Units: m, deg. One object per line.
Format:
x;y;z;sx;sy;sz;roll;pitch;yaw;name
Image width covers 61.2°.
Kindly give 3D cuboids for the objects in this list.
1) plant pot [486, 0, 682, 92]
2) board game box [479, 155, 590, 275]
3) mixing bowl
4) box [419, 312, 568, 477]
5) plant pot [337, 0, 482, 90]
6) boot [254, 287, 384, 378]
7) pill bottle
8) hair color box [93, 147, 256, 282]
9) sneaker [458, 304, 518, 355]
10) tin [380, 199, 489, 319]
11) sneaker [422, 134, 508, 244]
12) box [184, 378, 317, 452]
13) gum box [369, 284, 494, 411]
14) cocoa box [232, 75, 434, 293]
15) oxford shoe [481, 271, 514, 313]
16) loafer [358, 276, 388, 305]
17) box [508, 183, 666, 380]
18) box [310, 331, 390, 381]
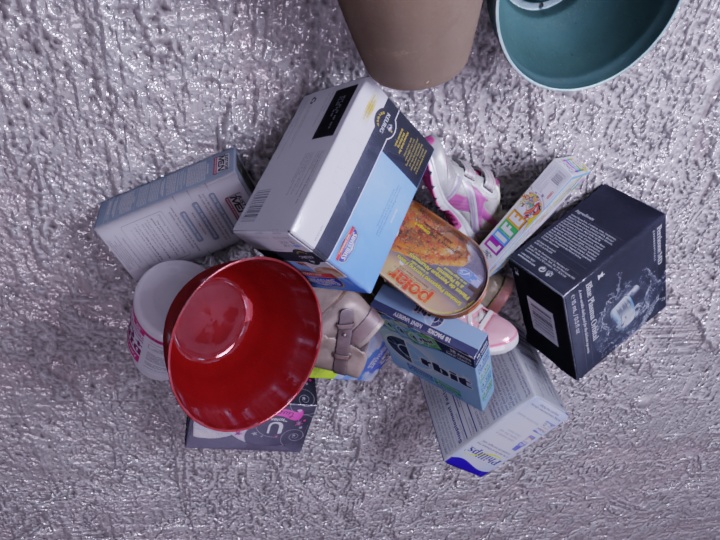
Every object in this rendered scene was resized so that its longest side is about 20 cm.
0.216;-0.312;0.638;0.196;0.135;0.203;-6;130;-7;plant pot
0.231;-0.070;0.855;0.201;0.034;0.134;-53;164;28;board game box
-0.154;0.073;0.718;0.198;0.107;0.205;-14;111;-39;mixing bowl
0.219;0.213;1.044;0.104;0.186;0.200;31;119;-33;box
0.049;-0.285;0.598;0.196;0.203;0.176;-13;140;0;plant pot
-0.064;0.106;0.828;0.144;0.071;0.202;27;116;-7;boot
-0.263;0.078;0.844;0.111;0.116;0.200;11;150;-19;pill bottle
-0.231;-0.071;0.797;0.196;0.061;0.100;-20;131;7;hair color box
0.143;0.056;0.923;0.197;0.075;0.106;15;128;30;sneaker
0.083;-0.016;0.824;0.112;0.199;0.042;-49;157;-7;tin
0.140;-0.116;0.830;0.087;0.082;0.200;-32;135;10;sneaker
-0.182;0.214;1.008;0.196;0.116;0.134;7;128;-17;box
0.110;0.118;0.898;0.045;0.168;0.201;-54;150;-19;gum box
-0.028;-0.094;0.709;0.131;0.203;0.132;37;160;-35;cocoa box
0.172;0.068;1.005;0.073;0.071;0.201;32;123;-1;oxford shoe
0.000;0.000;0.894;0.070;0.074;0.200;-35;128;18;loafer
0.345;0.019;0.913;0.199;0.117;0.198;-36;131;-11;box
-0.020;0.112;0.949;0.199;0.048;0.123;17;113;-53;box
